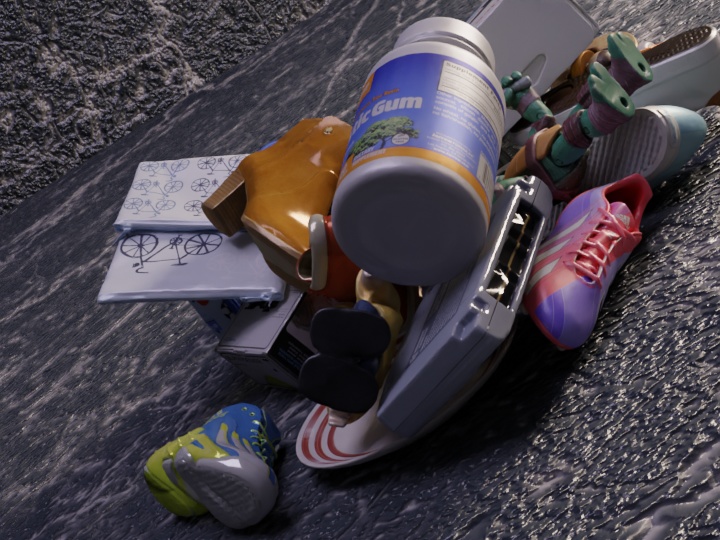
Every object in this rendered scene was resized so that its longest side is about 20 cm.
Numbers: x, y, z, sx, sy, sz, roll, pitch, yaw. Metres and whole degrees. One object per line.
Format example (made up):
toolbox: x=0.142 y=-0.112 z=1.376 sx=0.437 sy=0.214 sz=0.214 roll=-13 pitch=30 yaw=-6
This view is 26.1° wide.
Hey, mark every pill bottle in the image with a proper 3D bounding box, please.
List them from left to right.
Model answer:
pill bottle: x=0.048 y=-0.095 z=1.130 sx=0.111 sy=0.112 sz=0.201 roll=-24 pitch=34 yaw=30

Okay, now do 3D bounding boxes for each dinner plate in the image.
dinner plate: x=0.038 y=0.090 z=1.178 sx=0.199 sy=0.024 sz=0.201 roll=-31 pitch=17 yaw=11

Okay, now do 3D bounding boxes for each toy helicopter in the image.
toy helicopter: x=0.240 y=-0.171 z=1.478 sx=0.131 sy=0.079 sz=0.201 roll=-20 pitch=31 yaw=17

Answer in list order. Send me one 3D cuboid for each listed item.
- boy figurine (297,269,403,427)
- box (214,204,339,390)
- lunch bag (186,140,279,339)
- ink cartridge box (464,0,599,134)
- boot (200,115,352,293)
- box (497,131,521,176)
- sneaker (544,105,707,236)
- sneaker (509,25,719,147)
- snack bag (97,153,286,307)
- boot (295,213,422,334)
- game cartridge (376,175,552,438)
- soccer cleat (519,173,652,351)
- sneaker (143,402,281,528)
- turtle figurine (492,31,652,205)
boy figurine: x=-0.003 y=0.050 z=1.149 sx=0.200 sy=0.064 sz=0.126 roll=-66 pitch=-11 yaw=-85
box: x=-0.038 y=0.008 z=1.400 sx=0.201 sy=0.060 sz=0.116 roll=-59 pitch=24 yaw=-18
lunch bag: x=-0.101 y=-0.026 z=1.532 sx=0.075 sy=0.161 sz=0.200 roll=-23 pitch=19 yaw=47
ink cartridge box: x=0.123 y=-0.190 z=1.410 sx=0.145 sy=0.084 sz=0.200 roll=-47 pitch=6 yaw=2
boot: x=-0.042 y=-0.068 z=1.358 sx=0.144 sy=0.071 sz=0.201 roll=-41 pitch=39 yaw=-14
box: x=0.120 y=-0.083 z=1.461 sx=0.157 sy=0.050 sz=0.200 roll=-31 pitch=17 yaw=13
sneaker: x=0.206 y=-0.079 z=1.285 sx=0.081 sy=0.075 sz=0.199 roll=-8 pitch=-9 yaw=-39
sneaker: x=0.224 y=-0.129 z=1.318 sx=0.198 sy=0.085 sz=0.073 roll=-19 pitch=25 yaw=28
snack bag: x=-0.142 y=-0.041 z=1.433 sx=0.186 sy=0.022 sz=0.201 roll=-2 pitch=42 yaw=14
boot: x=0.000 y=0.000 z=1.251 sx=0.106 sy=0.076 sz=0.200 roll=-8 pitch=-24 yaw=-5
game cartridge: x=0.073 y=0.027 z=1.104 sx=0.133 sy=0.040 sz=0.201 roll=-46 pitch=10 yaw=36
soccer cleat: x=0.167 y=-0.012 z=1.132 sx=0.076 sy=0.067 sz=0.200 roll=-42 pitch=6 yaw=30
sneaker: x=-0.098 y=0.140 z=1.212 sx=0.105 sy=0.076 sz=0.199 roll=-41 pitch=17 yaw=-26
turtle figurine: x=0.138 y=-0.097 z=1.221 sx=0.200 sy=0.100 sz=0.151 roll=-39 pitch=28 yaw=37
